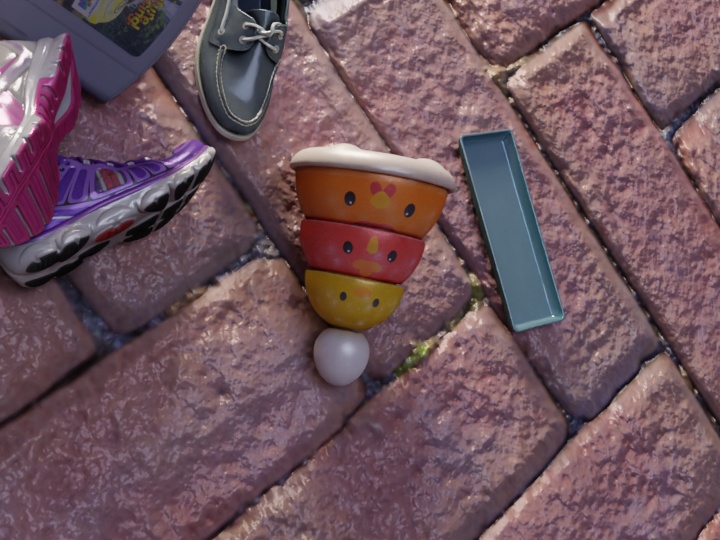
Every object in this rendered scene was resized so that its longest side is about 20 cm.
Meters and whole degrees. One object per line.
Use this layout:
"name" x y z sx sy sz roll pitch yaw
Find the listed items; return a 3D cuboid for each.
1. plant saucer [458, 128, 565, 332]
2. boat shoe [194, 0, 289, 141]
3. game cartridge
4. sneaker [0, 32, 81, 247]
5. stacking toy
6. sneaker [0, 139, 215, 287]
"plant saucer" 0.148 -0.040 1.081 0.069 0.019 0.202 -11 81 -32
"boat shoe" -0.099 -0.215 0.957 0.072 0.062 0.202 14 70 -27
"game cartridge" -0.189 -0.236 0.849 0.133 0.200 0.041 31 20 -22
"sneaker" -0.265 -0.095 0.790 0.087 0.082 0.201 2 46 0
"stacking toy" 0.000 0.000 0.935 0.145 0.146 0.202 8 89 -28
"sneaker" -0.200 -0.066 0.850 0.199 0.081 0.084 -29 81 -35
